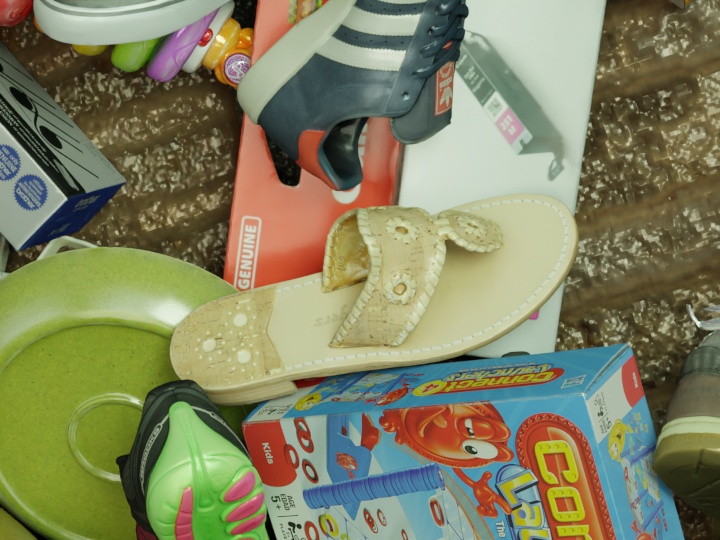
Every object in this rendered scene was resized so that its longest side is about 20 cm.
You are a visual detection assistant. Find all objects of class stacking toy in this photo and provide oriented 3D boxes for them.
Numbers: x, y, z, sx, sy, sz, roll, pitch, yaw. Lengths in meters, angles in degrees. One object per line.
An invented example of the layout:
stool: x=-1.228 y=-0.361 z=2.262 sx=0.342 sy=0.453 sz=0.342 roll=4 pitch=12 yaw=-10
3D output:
stacking toy: x=-0.108 y=-0.139 z=1.125 sx=0.199 sy=0.110 sz=0.116 roll=33 pitch=94 yaw=-8

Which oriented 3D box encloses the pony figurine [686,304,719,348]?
pony figurine: x=0.245 y=-0.016 z=1.035 sx=0.191 sy=0.167 sz=0.202 roll=-7 pitch=81 yaw=6

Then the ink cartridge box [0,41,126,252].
ink cartridge box: x=-0.218 y=-0.102 z=1.147 sx=0.044 sy=0.094 sz=0.200 roll=-44 pitch=87 yaw=15

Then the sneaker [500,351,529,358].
sneaker: x=0.117 y=0.134 z=1.106 sx=0.113 sy=0.076 sz=0.201 roll=-3 pitch=106 yaw=9

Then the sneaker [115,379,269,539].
sneaker: x=-0.083 y=0.123 z=1.100 sx=0.076 sy=0.201 sz=0.084 roll=-10 pitch=57 yaw=-16

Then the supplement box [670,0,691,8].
supplement box: x=0.101 y=-0.221 z=1.036 sx=0.200 sy=0.126 sz=0.074 roll=38 pitch=92 yaw=5

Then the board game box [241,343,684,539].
board game box: x=0.060 y=0.145 z=1.051 sx=0.195 sy=0.056 sz=0.201 roll=-8 pitch=106 yaw=34

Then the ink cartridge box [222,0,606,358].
ink cartridge box: x=0.025 y=-0.062 z=1.102 sx=0.172 sy=0.044 sz=0.202 roll=7 pitch=99 yaw=-5

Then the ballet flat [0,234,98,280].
ballet flat: x=-0.180 y=0.013 z=1.174 sx=0.198 sy=0.069 sz=0.072 roll=9 pitch=71 yaw=4

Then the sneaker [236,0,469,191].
sneaker: x=0.029 y=-0.115 z=1.030 sx=0.085 sy=0.075 sz=0.200 roll=51 pitch=127 yaw=8

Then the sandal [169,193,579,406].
sandal: x=0.001 y=0.005 z=1.043 sx=0.210 sy=0.070 sz=0.078 roll=-20 pitch=59 yaw=6

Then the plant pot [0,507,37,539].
plant pot: x=-0.255 y=0.181 z=1.160 sx=0.200 sy=0.200 sz=0.142 roll=-44 pitch=58 yaw=15

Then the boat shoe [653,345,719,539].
boat shoe: x=0.197 y=0.095 z=1.041 sx=0.071 sy=0.201 sz=0.066 roll=1 pitch=67 yaw=30

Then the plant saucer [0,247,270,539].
plant saucer: x=-0.125 y=0.082 z=1.143 sx=0.198 sy=0.031 sz=0.201 roll=3 pitch=120 yaw=5

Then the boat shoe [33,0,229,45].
boat shoe: x=-0.069 y=-0.169 z=1.050 sx=0.199 sy=0.069 sz=0.057 roll=-24 pitch=135 yaw=-21
